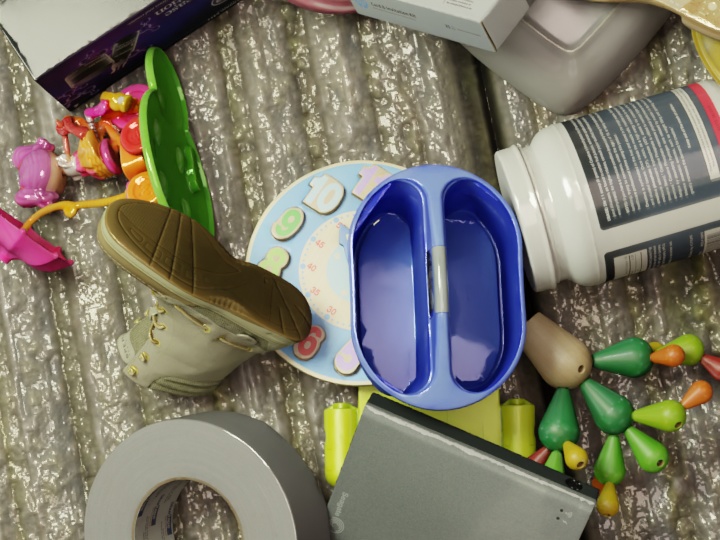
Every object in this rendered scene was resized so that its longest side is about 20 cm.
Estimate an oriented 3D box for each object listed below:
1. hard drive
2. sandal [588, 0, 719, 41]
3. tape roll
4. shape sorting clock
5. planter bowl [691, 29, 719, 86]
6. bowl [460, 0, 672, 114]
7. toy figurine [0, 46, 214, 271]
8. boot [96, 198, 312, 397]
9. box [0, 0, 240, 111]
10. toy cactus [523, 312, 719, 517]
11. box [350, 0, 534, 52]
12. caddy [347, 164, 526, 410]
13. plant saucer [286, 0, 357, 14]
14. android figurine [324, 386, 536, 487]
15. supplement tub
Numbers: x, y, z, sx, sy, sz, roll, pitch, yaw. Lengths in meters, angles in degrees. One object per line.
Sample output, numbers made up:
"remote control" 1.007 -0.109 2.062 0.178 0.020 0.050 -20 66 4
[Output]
"hard drive" 0.076 0.198 1.396 0.200 0.033 0.140 23 117 6
"sandal" 0.227 -0.251 1.373 0.212 0.070 0.078 26 77 23
"tape roll" -0.128 0.219 1.418 0.200 0.066 0.200 1 93 23
"shape sorting clock" 0.000 0.000 1.461 0.200 0.039 0.200 -1 71 2
"planter bowl" 0.380 -0.199 1.404 0.200 0.083 0.200 12 48 -14
"bowl" 0.171 -0.263 1.480 0.200 0.075 0.200 41 87 7
"toy figurine" -0.240 -0.080 1.466 0.184 0.150 0.200 -16 63 10
"boot" -0.161 0.030 1.404 0.200 0.155 0.072 31 47 -28
"box" -0.198 -0.231 1.460 0.200 0.141 0.079 -33 86 0
"toy cactus" 0.199 0.103 1.437 0.200 0.102 0.165 -43 80 -6
"box" 0.102 -0.280 1.406 0.156 0.041 0.200 24 68 39
"caddy" 0.060 0.016 1.385 0.141 0.105 0.200 -2 78 -5
"plant saucer" -0.018 -0.321 1.459 0.200 0.051 0.201 0 89 -27
"android figurine" 0.059 0.155 1.463 0.182 0.041 0.200 0 83 2
"supplement tub" 0.224 -0.068 1.424 0.200 0.140 0.140 -16 84 1
